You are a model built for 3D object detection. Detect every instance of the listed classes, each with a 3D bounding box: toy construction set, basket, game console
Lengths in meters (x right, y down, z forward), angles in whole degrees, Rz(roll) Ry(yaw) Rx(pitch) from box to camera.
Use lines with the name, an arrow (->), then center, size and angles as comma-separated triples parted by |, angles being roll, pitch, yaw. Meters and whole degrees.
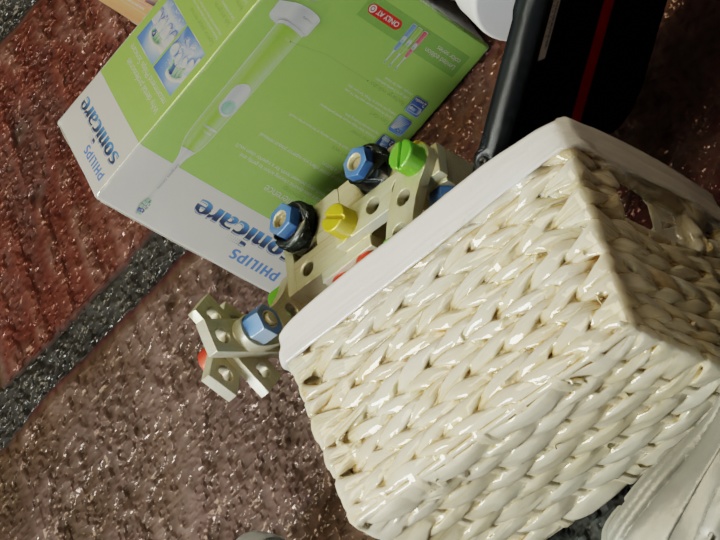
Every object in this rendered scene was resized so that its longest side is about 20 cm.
toy construction set -> 0.000, 0.000, 1.368 | 0.200, 0.092, 0.131 | -26, 49, 22
basket -> 0.080, 0.043, 1.206 | 0.200, 0.135, 0.124 | -37, 53, 28
game console -> 0.114, -0.146, 1.231 | 0.031, 0.177, 0.200 | 23, 115, 23

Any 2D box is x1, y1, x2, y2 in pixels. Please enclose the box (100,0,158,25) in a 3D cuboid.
box -> -0.111, -0.245, 1.583 | 0.200, 0.152, 0.107 | -9, 60, 45

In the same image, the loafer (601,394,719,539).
loafer -> 0.192, 0.075, 1.128 | 0.070, 0.070, 0.200 | 40, 97, 33

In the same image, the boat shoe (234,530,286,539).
boat shoe -> -0.096, 0.229, 1.336 | 0.068, 0.074, 0.200 | 17, 89, 36

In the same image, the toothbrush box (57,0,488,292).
toothbrush box -> -0.051, -0.106, 1.436 | 0.200, 0.145, 0.086 | -50, 40, 14

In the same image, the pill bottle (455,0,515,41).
pill bottle -> 0.048, -0.224, 1.403 | 0.116, 0.116, 0.200 | -48, 56, 15
